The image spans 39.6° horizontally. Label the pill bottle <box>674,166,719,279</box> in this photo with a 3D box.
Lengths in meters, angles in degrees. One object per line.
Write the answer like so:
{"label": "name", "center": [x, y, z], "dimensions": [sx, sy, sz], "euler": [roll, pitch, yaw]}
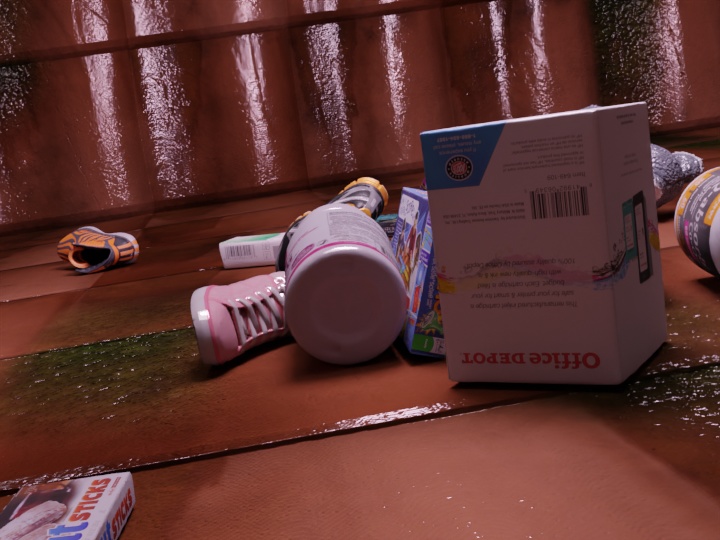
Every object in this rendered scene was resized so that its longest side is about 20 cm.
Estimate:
{"label": "pill bottle", "center": [0.383, -0.038, 0.963], "dimensions": [0.115, 0.118, 0.200], "euler": [-7, 9, 4]}

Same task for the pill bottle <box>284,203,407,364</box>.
{"label": "pill bottle", "center": [-0.019, 0.004, 0.984], "dimensions": [0.112, 0.115, 0.200], "euler": [-8, 18, -1]}

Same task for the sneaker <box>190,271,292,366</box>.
{"label": "sneaker", "center": [-0.108, 0.042, 1.028], "dimensions": [0.103, 0.076, 0.200], "euler": [-13, 4, 6]}

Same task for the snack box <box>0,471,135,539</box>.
{"label": "snack box", "center": [-0.175, 0.158, 0.539], "dimensions": [0.071, 0.025, 0.200], "euler": [-7, 9, -1]}

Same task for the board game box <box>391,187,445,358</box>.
{"label": "board game box", "center": [0.060, -0.005, 0.972], "dimensions": [0.034, 0.137, 0.200], "euler": [9, 8, -8]}

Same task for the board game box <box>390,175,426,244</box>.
{"label": "board game box", "center": [0.138, -0.055, 1.180], "dimensions": [0.197, 0.041, 0.201], "euler": [-12, -26, -24]}

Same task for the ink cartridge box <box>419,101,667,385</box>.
{"label": "ink cartridge box", "center": [0.152, -0.023, 0.806], "dimensions": [0.145, 0.203, 0.146], "euler": [-2, 9, 31]}

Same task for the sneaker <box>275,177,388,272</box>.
{"label": "sneaker", "center": [-0.048, -0.047, 1.362], "dimensions": [0.200, 0.078, 0.077], "euler": [-42, 14, 24]}

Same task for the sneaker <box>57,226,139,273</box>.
{"label": "sneaker", "center": [-0.530, -0.039, 1.907], "dimensions": [0.198, 0.079, 0.112], "euler": [-3, 10, 31]}

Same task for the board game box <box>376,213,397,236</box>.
{"label": "board game box", "center": [0.012, -0.082, 1.841], "dimensions": [0.198, 0.029, 0.135], "euler": [-4, 9, 25]}

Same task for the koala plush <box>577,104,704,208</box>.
{"label": "koala plush", "center": [0.414, -0.155, 1.555], "dimensions": [0.176, 0.186, 0.199], "euler": [-15, 23, -37]}

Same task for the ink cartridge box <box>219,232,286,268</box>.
{"label": "ink cartridge box", "center": [-0.126, -0.049, 1.707], "dimensions": [0.159, 0.051, 0.200], "euler": [-5, 12, 20]}
